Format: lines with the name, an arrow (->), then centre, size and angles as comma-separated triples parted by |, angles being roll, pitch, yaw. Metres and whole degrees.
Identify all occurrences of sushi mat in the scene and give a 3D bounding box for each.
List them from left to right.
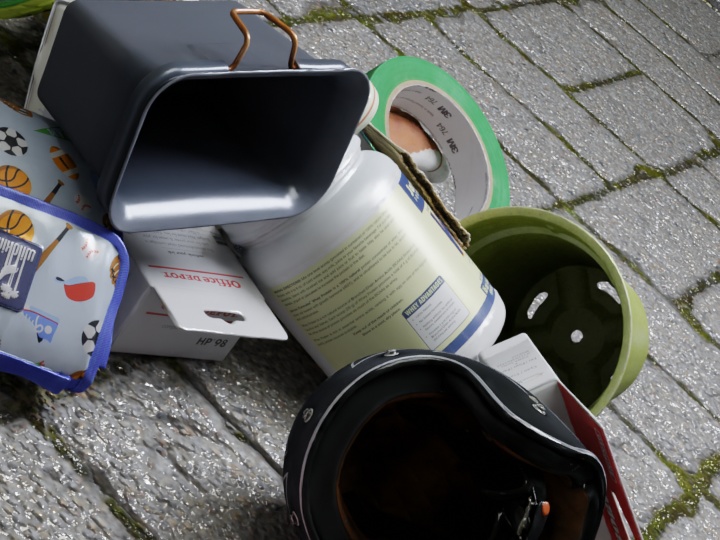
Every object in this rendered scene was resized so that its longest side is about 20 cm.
sushi mat -> 0.042, -0.076, 1.500 | 0.096, 0.012, 0.200 | 53, 0, -16

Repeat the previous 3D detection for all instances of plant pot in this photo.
plant pot -> 0.161, 0.052, 1.549 | 0.200, 0.200, 0.184 | 47, 16, 20

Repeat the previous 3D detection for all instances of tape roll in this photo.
tape roll -> 0.060, -0.105, 1.730 | 0.200, 0.048, 0.201 | 26, 51, -37

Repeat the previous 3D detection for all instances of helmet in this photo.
helmet -> 0.047, 0.145, 1.213 | 0.191, 0.200, 0.200 | 27, 17, 31

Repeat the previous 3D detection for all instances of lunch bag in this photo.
lunch bag -> -0.247, -0.022, 1.197 | 0.170, 0.124, 0.200 | 23, 40, -28

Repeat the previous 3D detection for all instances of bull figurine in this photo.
bull figurine -> 0.012, -0.136, 1.797 | 0.121, 0.065, 0.200 | 47, 25, 25

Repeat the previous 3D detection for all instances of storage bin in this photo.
storage bin -> -0.114, -0.126, 1.239 | 0.200, 0.146, 0.134 | -9, 43, -45

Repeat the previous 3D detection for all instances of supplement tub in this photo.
supplement tub -> 0.000, 0.000, 1.395 | 0.200, 0.145, 0.145 | 51, 22, -15

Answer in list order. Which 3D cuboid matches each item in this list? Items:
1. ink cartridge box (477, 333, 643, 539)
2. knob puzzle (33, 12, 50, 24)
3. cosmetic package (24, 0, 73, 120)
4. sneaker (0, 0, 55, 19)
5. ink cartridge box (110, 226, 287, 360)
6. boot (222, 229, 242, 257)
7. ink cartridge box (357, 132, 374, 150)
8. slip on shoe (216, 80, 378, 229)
ink cartridge box -> 0.156, 0.166, 1.313 | 0.176, 0.045, 0.200 | -123, -169, -68
knob puzzle -> -0.192, -0.206, 1.544 | 0.220, 0.220, 0.030 | 32, 67, -13
cosmetic package -> -0.199, -0.151, 1.410 | 0.087, 0.103, 0.200 | 17, 8, -5
sneaker -> -0.300, -0.250, 1.469 | 0.200, 0.084, 0.074 | 11, 27, 31
ink cartridge box -> -0.153, 0.000, 1.338 | 0.116, 0.067, 0.200 | 9, 37, -47
boot -> -0.071, -0.089, 1.573 | 0.073, 0.090, 0.200 | 27, 27, -21
ink cartridge box -> -0.012, -0.088, 1.599 | 0.200, 0.044, 0.094 | 54, -11, 1
slip on shoe -> -0.079, -0.102, 1.459 | 0.061, 0.200, 0.074 | 39, 25, -40
